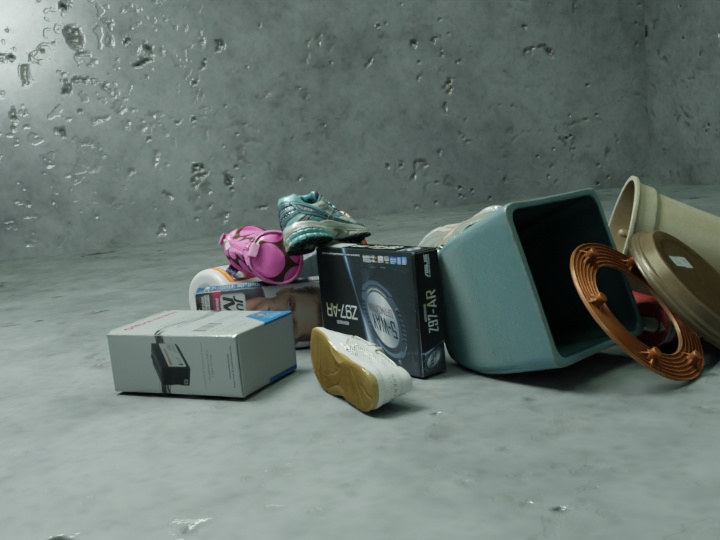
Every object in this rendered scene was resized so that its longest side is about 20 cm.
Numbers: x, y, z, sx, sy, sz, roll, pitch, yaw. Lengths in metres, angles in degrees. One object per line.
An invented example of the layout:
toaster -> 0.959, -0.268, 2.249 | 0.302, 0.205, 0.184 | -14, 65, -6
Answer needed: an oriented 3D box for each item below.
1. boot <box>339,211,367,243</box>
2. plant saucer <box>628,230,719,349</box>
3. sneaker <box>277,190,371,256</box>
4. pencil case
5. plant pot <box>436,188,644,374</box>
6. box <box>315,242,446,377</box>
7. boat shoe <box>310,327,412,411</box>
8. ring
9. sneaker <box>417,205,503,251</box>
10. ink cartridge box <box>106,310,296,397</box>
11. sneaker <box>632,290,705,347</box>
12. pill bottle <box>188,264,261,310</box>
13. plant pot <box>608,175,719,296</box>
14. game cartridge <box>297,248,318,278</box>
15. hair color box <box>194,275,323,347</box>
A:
boot -> 0.000, 0.000, 1.410 | 0.075, 0.200, 0.107 | -21, -3, 24
plant saucer -> 0.420, 0.020, 1.104 | 0.029, 0.200, 0.200 | -49, -17, 29
sneaker -> -0.051, -0.074, 1.270 | 0.078, 0.086, 0.200 | -25, -10, 22
pencil case -> -0.153, -0.026, 1.332 | 0.094, 0.091, 0.200 | 30, -7, -19
plant pot -> 0.199, 0.028, 1.122 | 0.196, 0.196, 0.200 | -13, -7, -43
box -> 0.024, 0.047, 1.166 | 0.044, 0.160, 0.200 | -12, 11, -39
boat shoe -> -0.002, 0.115, 1.053 | 0.069, 0.071, 0.200 | -7, 17, -24
ring -> 0.328, 0.042, 1.027 | 0.200, 0.200, 0.019 | -15, -27, -51
sneaker -> 0.170, -0.050, 1.530 | 0.200, 0.076, 0.092 | -30, 3, 21
ink cartridge box -> -0.206, 0.106, 1.159 | 0.200, 0.084, 0.145 | -1, 10, 25
sneaker -> 0.399, 0.067, 1.193 | 0.115, 0.078, 0.200 | 6, 11, -16
pill bottle -> -0.182, 0.039, 1.498 | 0.113, 0.113, 0.200 | 3, 11, 42
plant pot -> 0.470, -0.023, 1.315 | 0.183, 0.201, 0.200 | 14, 11, 6
game cartridge -> -0.039, 0.025, 1.437 | 0.200, 0.133, 0.042 | -13, 11, -42
hair color box -> -0.143, 0.068, 1.322 | 0.200, 0.100, 0.061 | -6, 7, -6
